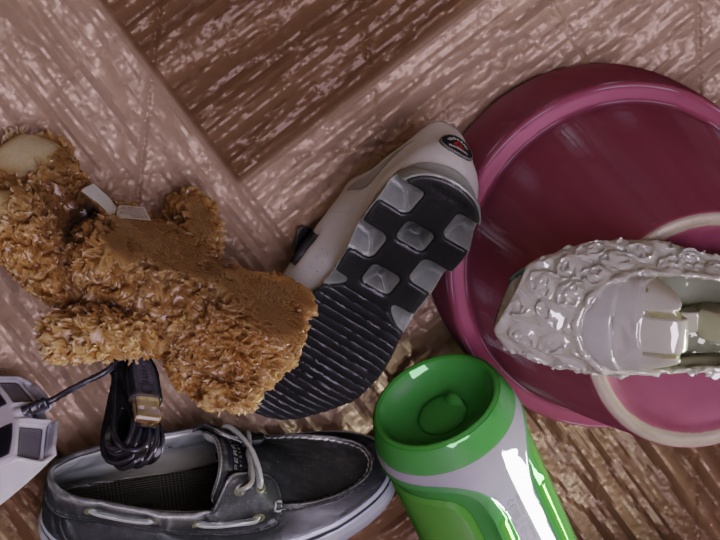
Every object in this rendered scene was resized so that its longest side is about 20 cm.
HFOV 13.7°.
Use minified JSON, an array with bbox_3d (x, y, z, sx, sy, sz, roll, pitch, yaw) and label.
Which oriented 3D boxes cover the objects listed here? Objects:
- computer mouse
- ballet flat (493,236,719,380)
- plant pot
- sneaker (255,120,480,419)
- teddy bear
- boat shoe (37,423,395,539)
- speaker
[{"bbox_3d":[-0.194,0.093,1.586,0.200,0.110,0.044,-24,138,5],"label":"computer mouse"},{"bbox_3d":[0.168,0.022,1.476,0.199,0.072,0.072,0,107,-15],"label":"ballet flat"},{"bbox_3d":[0.152,0.006,1.598,0.200,0.179,0.200,-5,109,-14],"label":"plant pot"},{"bbox_3d":[0.000,0.000,1.616,0.074,0.089,0.200,35,120,-17],"label":"sneaker"},{"bbox_3d":[-0.124,0.003,1.551,0.200,0.145,0.067,22,127,-17],"label":"teddy bear"},{"bbox_3d":[-0.075,0.119,1.616,0.200,0.072,0.071,-11,146,-11],"label":"boat shoe"},{"bbox_3d":[0.073,0.141,1.647,0.088,0.088,0.200,-29,128,-5],"label":"speaker"}]
